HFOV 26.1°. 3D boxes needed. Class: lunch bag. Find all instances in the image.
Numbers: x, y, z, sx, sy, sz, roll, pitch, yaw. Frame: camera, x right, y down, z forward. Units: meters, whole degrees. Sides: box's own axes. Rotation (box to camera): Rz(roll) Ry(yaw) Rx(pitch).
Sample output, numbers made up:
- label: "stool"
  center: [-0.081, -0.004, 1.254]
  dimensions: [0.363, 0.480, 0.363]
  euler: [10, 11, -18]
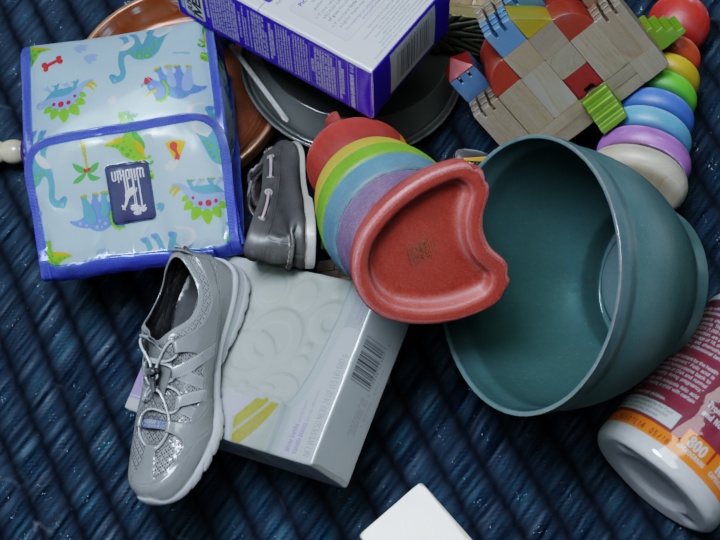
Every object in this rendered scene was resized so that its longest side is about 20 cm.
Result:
- label: "lunch bag"
  center: [-0.185, -0.092, 1.273]
  dimensions: [0.168, 0.128, 0.202]
  euler: [-8, 66, 2]

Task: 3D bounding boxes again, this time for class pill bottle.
- label: "pill bottle"
  center: [0.284, 0.090, 1.182]
  dimensions: [0.114, 0.114, 0.200]
  euler: [38, 77, 20]

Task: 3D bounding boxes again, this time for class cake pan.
- label: "cake pan"
  center: [-0.006, -0.192, 1.356]
  dimensions: [0.198, 0.037, 0.202]
  euler: [3, 60, -4]

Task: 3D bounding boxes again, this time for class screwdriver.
- label: "screwdriver"
  center: [-0.104, -0.187, 1.328]
  dimensions: [0.028, 0.029, 0.200]
  euler: [-19, 43, -18]

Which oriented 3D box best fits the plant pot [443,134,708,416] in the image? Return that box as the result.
- label: "plant pot"
  center: [0.170, 0.007, 1.145]
  dimensions: [0.133, 0.200, 0.202]
  euler: [4, 61, -34]

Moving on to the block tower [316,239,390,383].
- label: "block tower"
  center: [0.000, 0.000, 1.278]
  dimensions: [0.054, 0.058, 0.202]
  euler: [-7, 62, 31]

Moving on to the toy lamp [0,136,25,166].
- label: "toy lamp"
  center: [-0.374, -0.102, 1.374]
  dimensions: [0.198, 0.058, 0.059]
  euler: [0, 67, 6]

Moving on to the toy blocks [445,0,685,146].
- label: "toy blocks"
  center: [0.150, -0.179, 1.273]
  dimensions: [0.200, 0.137, 0.100]
  euler: [-38, 31, 16]

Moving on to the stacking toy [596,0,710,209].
- label: "stacking toy"
  center: [0.254, -0.149, 1.316]
  dimensions: [0.085, 0.086, 0.201]
  euler: [14, 62, 12]

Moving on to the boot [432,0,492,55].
- label: "boot"
  center: [0.068, -0.285, 1.364]
  dimensions: [0.174, 0.066, 0.201]
  euler: [11, 57, -10]

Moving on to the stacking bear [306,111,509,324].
- label: "stacking bear"
  center: [0.017, -0.054, 1.166]
  dimensions: [0.113, 0.122, 0.200]
  euler: [-22, 32, -8]

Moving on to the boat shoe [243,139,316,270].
- label: "boat shoe"
  center: [-0.073, -0.059, 1.261]
  dimensions: [0.056, 0.067, 0.200]
  euler: [2, 24, -9]

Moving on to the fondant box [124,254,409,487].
- label: "fondant box"
  center: [-0.074, 0.072, 1.217]
  dimensions: [0.199, 0.058, 0.145]
  euler: [11, 73, 37]

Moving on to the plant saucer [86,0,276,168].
- label: "plant saucer"
  center: [-0.162, -0.160, 1.387]
  dimensions: [0.198, 0.032, 0.202]
  euler: [-2, 66, 5]

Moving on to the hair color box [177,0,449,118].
- label: "hair color box"
  center: [-0.040, -0.217, 1.238]
  dimensions: [0.199, 0.065, 0.109]
  euler: [32, 64, 18]

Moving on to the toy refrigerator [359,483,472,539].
- label: "toy refrigerator"
  center: [0.086, 0.262, 1.153]
  dimensions: [0.070, 0.076, 0.200]
  euler: [-38, 69, -10]

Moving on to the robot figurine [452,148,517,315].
- label: "robot figurine"
  center: [0.119, -0.009, 1.255]
  dimensions: [0.200, 0.058, 0.145]
  euler: [40, 76, 2]

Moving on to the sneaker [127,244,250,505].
- label: "sneaker"
  center: [-0.147, 0.076, 1.172]
  dimensions: [0.074, 0.082, 0.202]
  euler: [-4, 66, 32]
